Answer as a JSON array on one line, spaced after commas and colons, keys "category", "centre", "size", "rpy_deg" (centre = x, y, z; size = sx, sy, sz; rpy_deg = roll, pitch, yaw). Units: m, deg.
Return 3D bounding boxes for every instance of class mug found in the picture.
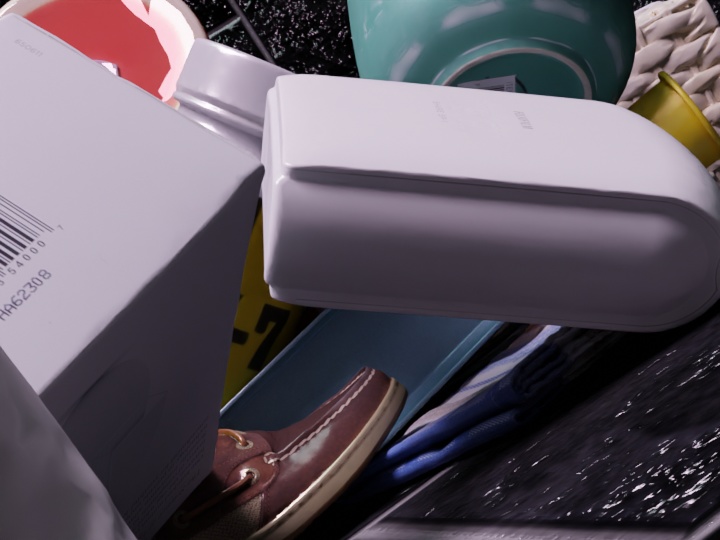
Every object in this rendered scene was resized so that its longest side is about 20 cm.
[{"category": "mug", "centre": [0.083, -0.122, 0.861], "size": [0.184, 0.115, 0.152], "rpy_deg": [23, -48, -32]}]

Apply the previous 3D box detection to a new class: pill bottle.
[{"category": "pill bottle", "centre": [-0.078, -0.007, 0.812], "size": [0.114, 0.113, 0.202], "rpy_deg": [-33, -35, -86]}]

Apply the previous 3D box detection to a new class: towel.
[{"category": "towel", "centre": [0.085, 0.039, 0.764], "size": [0.199, 0.024, 0.147], "rpy_deg": [-34, -1, -41]}]

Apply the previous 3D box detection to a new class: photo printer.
[{"category": "photo printer", "centre": [0.057, -0.032, 0.687], "size": [0.198, 0.070, 0.167], "rpy_deg": [5, 20, -5]}]

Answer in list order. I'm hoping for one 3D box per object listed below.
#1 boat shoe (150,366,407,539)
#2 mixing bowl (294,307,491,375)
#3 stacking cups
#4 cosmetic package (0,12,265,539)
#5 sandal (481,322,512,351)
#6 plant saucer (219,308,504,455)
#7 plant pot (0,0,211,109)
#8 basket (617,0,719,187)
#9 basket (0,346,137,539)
[{"category": "boat shoe", "centre": [-0.064, 0.100, 0.719], "size": [0.200, 0.072, 0.072], "rpy_deg": [-40, 1, -17]}, {"category": "mixing bowl", "centre": [0.000, 0.000, 0.936], "size": [0.199, 0.109, 0.201], "rpy_deg": [-31, -28, -19]}, {"category": "stacking cups", "centre": [0.100, -0.024, 0.854], "size": [0.199, 0.061, 0.061], "rpy_deg": [-37, 0, 8]}, {"category": "cosmetic package", "centre": [-0.147, 0.055, 0.577], "size": [0.200, 0.122, 0.201], "rpy_deg": [-49, -18, -38]}, {"category": "sandal", "centre": [0.023, 0.052, 1.055], "size": [0.200, 0.080, 0.057], "rpy_deg": [-34, -13, -35]}, {"category": "plant saucer", "centre": [0.003, 0.047, 0.794], "size": [0.200, 0.070, 0.019], "rpy_deg": [-44, 4, -20]}, {"category": "plant pot", "centre": [-0.146, -0.066, 0.945], "size": [0.200, 0.201, 0.178], "rpy_deg": [-33, -24, -15]}, {"category": "basket", "centre": [0.156, -0.081, 1.035], "size": [0.199, 0.136, 0.123], "rpy_deg": [-30, 2, -6]}, {"category": "basket", "centre": [-0.163, 0.101, 0.339], "size": [0.160, 0.201, 0.198], "rpy_deg": [-35, -1, 27]}]
